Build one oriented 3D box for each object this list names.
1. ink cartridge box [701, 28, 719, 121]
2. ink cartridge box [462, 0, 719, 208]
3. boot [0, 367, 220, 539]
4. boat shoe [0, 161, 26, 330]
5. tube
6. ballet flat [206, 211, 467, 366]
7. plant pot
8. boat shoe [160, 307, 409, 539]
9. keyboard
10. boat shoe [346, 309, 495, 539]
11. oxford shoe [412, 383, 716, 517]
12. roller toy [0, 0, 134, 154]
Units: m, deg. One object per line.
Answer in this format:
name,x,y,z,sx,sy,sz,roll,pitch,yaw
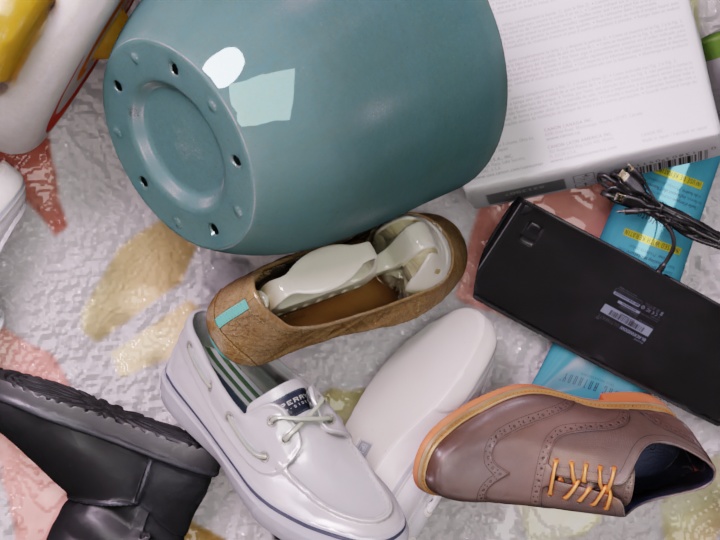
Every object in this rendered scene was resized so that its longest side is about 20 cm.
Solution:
ink cartridge box,0.297,-0.073,1.062,0.076,0.148,0.200,-29,96,-8
ink cartridge box,0.128,-0.153,1.075,0.162,0.057,0.200,-12,72,9
boot,-0.191,0.176,1.040,0.165,0.066,0.200,21,92,-6
boat shoe,-0.253,0.030,1.026,0.068,0.072,0.200,37,82,-23
tube,0.176,0.001,1.100,0.077,0.050,0.200,20,94,0
ballet flat,0.000,0.000,1.018,0.200,0.072,0.068,-17,73,-34
plant pot,-0.045,-0.101,0.957,0.161,0.200,0.201,-32,96,-36
boat shoe,-0.049,0.095,0.999,0.073,0.200,0.067,-24,138,-43
keyboard,0.179,0.008,1.064,0.200,0.021,0.127,28,115,-9
boat shoe,0.032,0.120,1.064,0.068,0.072,0.200,38,76,-34
oxford shoe,0.127,0.113,1.034,0.200,0.073,0.071,-4,114,-28
roller toy,-0.192,-0.166,0.968,0.140,0.200,0.183,31,67,-8
